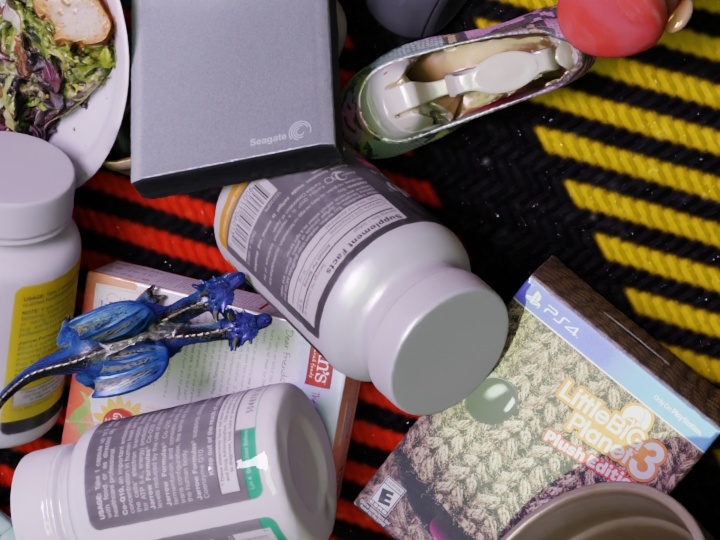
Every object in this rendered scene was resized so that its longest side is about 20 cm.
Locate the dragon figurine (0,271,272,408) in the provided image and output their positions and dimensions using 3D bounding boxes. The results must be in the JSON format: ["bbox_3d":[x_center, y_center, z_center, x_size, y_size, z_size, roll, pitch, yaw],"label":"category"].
[{"bbox_3d":[-0.160,0.050,1.305,0.199,0.099,0.059,-20,93,-14],"label":"dragon figurine"}]

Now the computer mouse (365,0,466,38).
[{"bbox_3d":[0.043,-0.263,1.312,0.140,0.046,0.200,38,105,5],"label":"computer mouse"}]

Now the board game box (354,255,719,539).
[{"bbox_3d":[0.123,0.121,1.322,0.159,0.097,0.200,38,106,6],"label":"board game box"}]

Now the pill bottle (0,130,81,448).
[{"bbox_3d":[-0.253,0.014,1.365,0.114,0.114,0.201,19,123,11],"label":"pill bottle"}]

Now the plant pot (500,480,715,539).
[{"bbox_3d":[0.176,0.257,1.215,0.200,0.200,0.173,-39,126,16],"label":"plant pot"}]

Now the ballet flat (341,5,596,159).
[{"bbox_3d":[0.062,-0.124,1.315,0.199,0.071,0.069,-18,97,17],"label":"ballet flat"}]

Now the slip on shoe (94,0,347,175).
[{"bbox_3d":[-0.099,-0.127,1.361,0.199,0.061,0.076,-26,91,17],"label":"slip on shoe"}]

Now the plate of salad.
[{"bbox_3d":[-0.233,-0.149,1.367,0.199,0.048,0.201,10,105,40],"label":"plate of salad"}]

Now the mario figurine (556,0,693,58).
[{"bbox_3d":[0.206,-0.214,1.266,0.200,0.106,0.124,-41,50,-1],"label":"mario figurine"}]

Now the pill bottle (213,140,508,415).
[{"bbox_3d":[0.000,0.000,1.284,0.200,0.116,0.117,42,109,40],"label":"pill bottle"}]

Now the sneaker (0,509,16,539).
[{"bbox_3d":[-0.301,0.186,1.392,0.200,0.118,0.074,46,107,32],"label":"sneaker"}]

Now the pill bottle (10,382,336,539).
[{"bbox_3d":[-0.125,0.148,1.324,0.199,0.113,0.114,-13,95,18],"label":"pill bottle"}]

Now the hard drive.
[{"bbox_3d":[-0.084,-0.150,1.313,0.139,0.033,0.201,-10,63,13],"label":"hard drive"}]

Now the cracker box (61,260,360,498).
[{"bbox_3d":[-0.102,0.082,1.395,0.199,0.058,0.135,14,102,13],"label":"cracker box"}]
